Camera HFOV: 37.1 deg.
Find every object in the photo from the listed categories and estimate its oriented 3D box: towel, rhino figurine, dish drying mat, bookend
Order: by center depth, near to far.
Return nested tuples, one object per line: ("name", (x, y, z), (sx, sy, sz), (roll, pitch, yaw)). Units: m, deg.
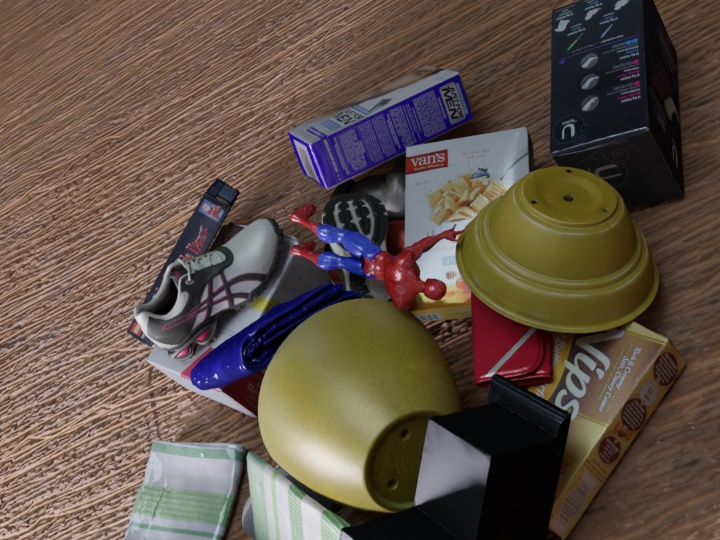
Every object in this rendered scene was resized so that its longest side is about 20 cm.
("bookend", (0.063, 0.210, 0.891), (0.092, 0.198, 0.202), (26, 115, 45))
("towel", (-0.041, 0.279, 1.033), (0.023, 0.155, 0.199), (-22, 31, -34))
("dish drying mat", (0.146, 0.024, 1.056), (0.076, 0.018, 0.202), (-9, 51, 15))
("towel", (-0.097, 0.068, 1.122), (0.146, 0.050, 0.200), (-28, 0, -27))
("towel", (-0.214, 0.291, 1.224), (0.147, 0.031, 0.203), (-5, 58, 36))
("rhino figurine", (0.045, -0.097, 1.277), (0.197, 0.060, 0.088), (-11, 50, 30))

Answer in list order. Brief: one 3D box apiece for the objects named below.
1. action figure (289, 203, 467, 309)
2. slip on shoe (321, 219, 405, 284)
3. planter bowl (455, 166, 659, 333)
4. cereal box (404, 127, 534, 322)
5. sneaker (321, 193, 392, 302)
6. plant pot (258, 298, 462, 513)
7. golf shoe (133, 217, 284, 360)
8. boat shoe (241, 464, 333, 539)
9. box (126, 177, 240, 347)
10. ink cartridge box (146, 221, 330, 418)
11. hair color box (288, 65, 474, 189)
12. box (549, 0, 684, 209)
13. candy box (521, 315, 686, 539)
("action figure", (0.027, -0.018, 1.070), (0.098, 0.066, 0.199), (-21, 34, -35))
("slip on shoe", (0.042, -0.027, 1.229), (0.197, 0.061, 0.075), (-14, 50, 27))
("planter bowl", (0.192, -0.040, 1.016), (0.197, 0.084, 0.202), (2, 39, -2))
("cereal box", (0.118, -0.050, 1.158), (0.142, 0.040, 0.203), (-8, 66, 19))
("sneaker", (0.000, 0.000, 1.173), (0.076, 0.089, 0.202), (-5, 49, -10))
("plant pot", (0.019, 0.147, 1.004), (0.200, 0.200, 0.142), (-48, 31, -2))
("golf shoe", (-0.169, 0.011, 1.227), (0.200, 0.088, 0.077), (-49, 44, -3))
("boat shoe", (-0.048, 0.205, 1.140), (0.200, 0.071, 0.070), (-46, 16, 7))
("box", (-0.222, -0.013, 1.356), (0.202, 0.037, 0.137), (-59, 8, 10))
("ink cartridge box", (-0.144, 0.056, 1.298), (0.144, 0.083, 0.202), (14, 70, 42))
("hair color box", (0.023, -0.173, 1.276), (0.198, 0.066, 0.109), (-25, 21, -11))
("box", (0.266, -0.177, 1.116), (0.105, 0.122, 0.203), (-13, 53, 29))
("candy box", (0.196, 0.132, 1.000), (0.201, 0.055, 0.115), (-53, 44, -6))
